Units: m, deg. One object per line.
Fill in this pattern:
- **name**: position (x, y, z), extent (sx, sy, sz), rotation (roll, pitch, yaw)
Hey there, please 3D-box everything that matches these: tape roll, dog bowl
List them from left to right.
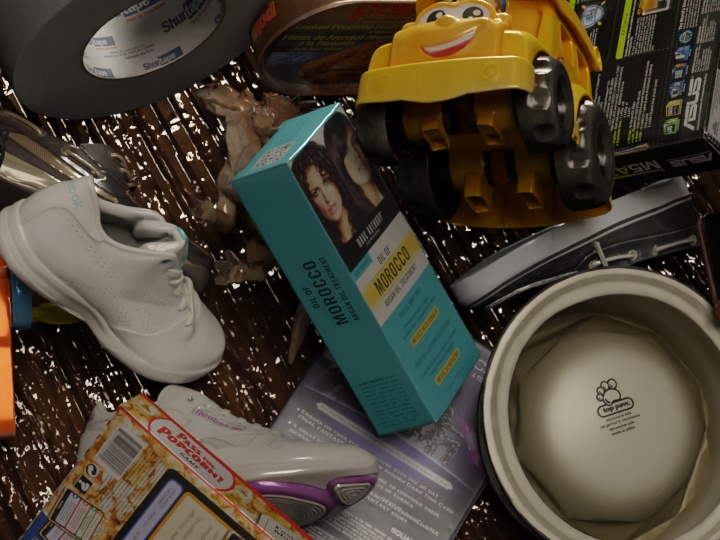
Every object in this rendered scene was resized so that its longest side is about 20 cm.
- **tape roll**: position (-0.150, -0.183, 1.514), extent (0.200, 0.200, 0.066), rotation (-20, 71, -20)
- **dog bowl**: position (0.164, 0.102, 1.498), extent (0.199, 0.074, 0.201), rotation (3, 78, -14)

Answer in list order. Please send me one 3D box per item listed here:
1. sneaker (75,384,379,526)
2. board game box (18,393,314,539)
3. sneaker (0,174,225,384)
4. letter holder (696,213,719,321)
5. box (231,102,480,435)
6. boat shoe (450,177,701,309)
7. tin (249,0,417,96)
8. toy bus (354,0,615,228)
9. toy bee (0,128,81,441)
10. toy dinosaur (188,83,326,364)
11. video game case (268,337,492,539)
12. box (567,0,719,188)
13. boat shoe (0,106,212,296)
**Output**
- **sneaker**: position (-0.087, 0.113, 1.443), extent (0.199, 0.075, 0.100), rotation (-2, 58, 6)
- **board game box**: position (-0.108, 0.198, 1.382), extent (0.200, 0.046, 0.152), rotation (40, 104, 6)
- **sneaker**: position (-0.135, 0.005, 1.439), extent (0.088, 0.200, 0.075), rotation (-31, 49, 21)
- **letter holder**: position (0.325, -0.031, 1.547), extent (0.200, 0.100, 0.143), rotation (14, 56, -43)
- **box**: position (0.000, 0.000, 1.457), extent (0.200, 0.049, 0.082), rotation (60, 38, -18)
- **boat shoe**: position (0.154, -0.003, 1.568), extent (0.199, 0.074, 0.068), rotation (-23, 89, -32)
- **tin**: position (0.017, -0.167, 1.578), extent (0.199, 0.112, 0.042), rotation (-3, 65, -30)
- **toy bus**: position (0.088, -0.141, 1.470), extent (0.135, 0.200, 0.193), rotation (-2, 69, 22)
- **toy bee**: position (-0.240, 0.010, 1.474), extent (0.130, 0.109, 0.201), rotation (19, 88, -11)
- **toy dinosaur**: position (-0.049, -0.046, 1.545), extent (0.086, 0.135, 0.201), rotation (-22, 92, 22)
- **video game case**: position (0.016, 0.117, 1.511), extent (0.143, 0.019, 0.200), rotation (32, 63, 4)
- **box**: position (0.184, -0.151, 1.583), extent (0.047, 0.193, 0.201), rotation (34, 57, -38)
- **boat shoe**: position (-0.182, -0.052, 1.517), extent (0.200, 0.075, 0.073), rotation (29, 58, -3)
